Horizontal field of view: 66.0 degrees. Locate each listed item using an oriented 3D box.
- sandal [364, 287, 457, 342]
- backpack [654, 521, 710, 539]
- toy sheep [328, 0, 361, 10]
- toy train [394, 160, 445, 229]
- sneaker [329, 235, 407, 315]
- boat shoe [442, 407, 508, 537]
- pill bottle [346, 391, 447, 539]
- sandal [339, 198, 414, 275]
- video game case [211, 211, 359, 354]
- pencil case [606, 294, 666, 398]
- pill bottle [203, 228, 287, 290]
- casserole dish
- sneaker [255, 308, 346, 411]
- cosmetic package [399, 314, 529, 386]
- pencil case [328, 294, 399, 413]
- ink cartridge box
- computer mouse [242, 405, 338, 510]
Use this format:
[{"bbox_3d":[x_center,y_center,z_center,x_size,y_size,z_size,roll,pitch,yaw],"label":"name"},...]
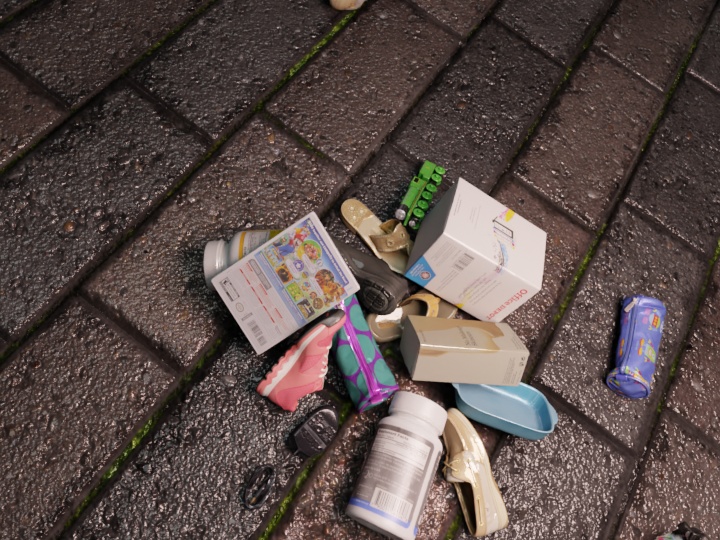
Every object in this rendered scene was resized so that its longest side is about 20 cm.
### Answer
[{"bbox_3d":[0.100,0.075,1.008,0.196,0.054,0.082,-18,72,-19],"label":"sandal"},{"bbox_3d":[0.475,0.513,0.867,0.196,0.128,0.169,-12,59,-16],"label":"backpack"},{"bbox_3d":[-0.024,-0.678,1.256,0.135,0.138,0.203,22,76,-2],"label":"toy sheep"},{"bbox_3d":[0.117,-0.152,1.087,0.056,0.042,0.201,25,45,5],"label":"toy train"},{"bbox_3d":[0.000,0.000,1.015,0.199,0.077,0.090,39,40,14],"label":"sneaker"},{"bbox_3d":[0.171,0.330,0.906,0.068,0.074,0.203,-15,72,-24],"label":"boat shoe"},{"bbox_3d":[0.063,0.304,0.871,0.112,0.114,0.203,25,64,-1],"label":"pill bottle"},{"bbox_3d":[0.050,-0.070,1.049,0.211,0.070,0.078,39,65,5],"label":"sandal"},{"bbox_3d":[-0.119,0.022,0.886,0.198,0.018,0.145,-32,95,5],"label":"video game case"},{"bbox_3d":[0.527,0.139,1.060,0.087,0.077,0.202,40,61,-26],"label":"pencil case"},{"bbox_3d":[-0.160,-0.012,0.948,0.195,0.113,0.115,-3,67,1],"label":"pill bottle"},{"bbox_3d":[0.241,0.230,0.957,0.196,0.039,0.122,21,27,-2],"label":"casserole dish"},{"bbox_3d":[-0.079,0.147,0.903,0.087,0.074,0.200,42,103,-5],"label":"sneaker"},{"bbox_3d":[0.175,0.137,0.958,0.195,0.073,0.106,5,23,-14],"label":"cosmetic package"},{"bbox_3d":[-0.010,0.131,0.938,0.084,0.093,0.203,-24,75,-8],"label":"pencil case"},{"bbox_3d":[0.209,-0.029,0.998,0.198,0.147,0.146,30,51,-9],"label":"ink cartridge box"},{"bbox_3d":[-0.111,0.295,0.887,0.199,0.034,0.059,-42,97,-19],"label":"computer mouse"}]
